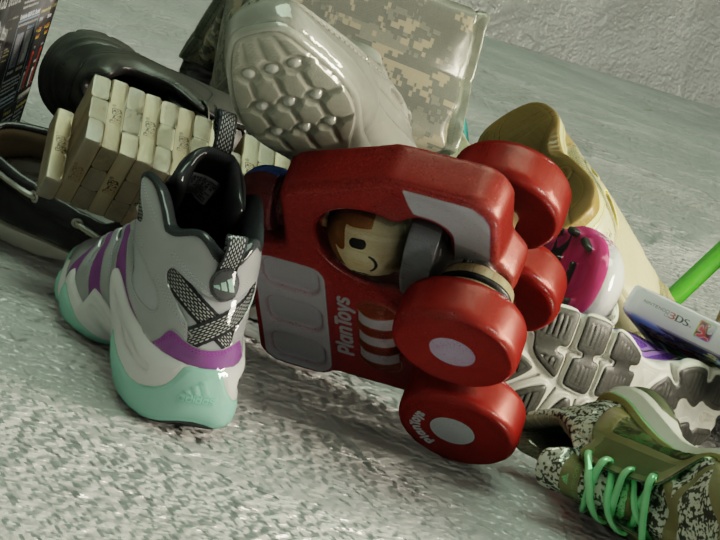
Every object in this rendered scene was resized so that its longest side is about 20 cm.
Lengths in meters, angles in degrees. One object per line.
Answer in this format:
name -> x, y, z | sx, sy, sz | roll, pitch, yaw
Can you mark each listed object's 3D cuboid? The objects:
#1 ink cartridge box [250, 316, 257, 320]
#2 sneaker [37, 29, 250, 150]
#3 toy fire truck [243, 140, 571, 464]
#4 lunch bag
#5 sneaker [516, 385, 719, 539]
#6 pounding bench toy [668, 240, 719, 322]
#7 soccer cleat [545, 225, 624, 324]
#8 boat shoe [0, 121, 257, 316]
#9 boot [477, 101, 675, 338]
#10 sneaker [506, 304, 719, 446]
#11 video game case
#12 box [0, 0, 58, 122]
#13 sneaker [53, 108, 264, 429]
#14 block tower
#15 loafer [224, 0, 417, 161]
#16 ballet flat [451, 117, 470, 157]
ink cartridge box -> 0.000, 0.000, 1.303 | 0.198, 0.041, 0.200 | 18, 19, -9
sneaker -> -0.096, -0.078, 1.205 | 0.198, 0.077, 0.091 | 18, 7, -23
toy fire truck -> 0.016, 0.005, 1.052 | 0.166, 0.113, 0.201 | 13, -32, 13
lunch bag -> -0.028, -0.131, 1.360 | 0.163, 0.119, 0.200 | 18, -15, -17
sneaker -> 0.134, 0.115, 1.029 | 0.088, 0.078, 0.200 | 2, 12, -16
pounding bench toy -> 0.324, 0.003, 1.571 | 0.198, 0.157, 0.124 | 17, 13, -13
soccer cleat -> 0.145, 0.017, 1.335 | 0.086, 0.070, 0.200 | 25, -9, -13
boat shoe -> -0.131, -0.033, 1.166 | 0.198, 0.061, 0.074 | 22, 45, 12
boot -> 0.161, -0.028, 1.479 | 0.156, 0.073, 0.200 | 53, 4, -29
sneaker -> 0.133, 0.064, 1.219 | 0.199, 0.081, 0.083 | 22, 6, -41
video game case -> 0.272, 0.084, 1.291 | 0.181, 0.023, 0.200 | 27, -7, 29
box -> -0.233, -0.115, 1.190 | 0.049, 0.159, 0.200 | 19, 13, -1
sneaker -> -0.093, -0.019, 1.030 | 0.077, 0.141, 0.200 | 9, 16, -29
block tower -> -0.076, -0.043, 1.122 | 0.198, 0.058, 0.054 | 19, 46, -17
loafer -> -0.019, -0.091, 1.049 | 0.069, 0.070, 0.200 | -8, -26, 16
ballet flat -> 0.054, -0.075, 1.440 | 0.069, 0.070, 0.200 | 18, 12, -8
